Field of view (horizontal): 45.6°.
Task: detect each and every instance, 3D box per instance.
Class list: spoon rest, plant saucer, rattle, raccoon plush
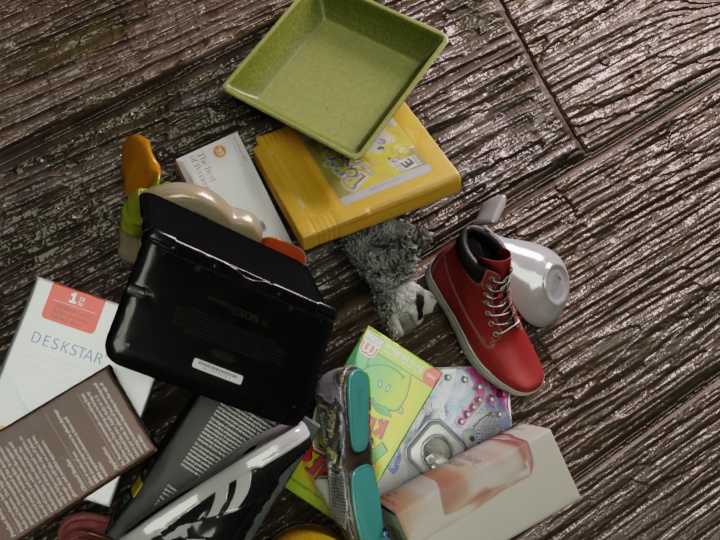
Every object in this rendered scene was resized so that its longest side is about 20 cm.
[{"bbox_3d":[0.194,-0.012,1.038,0.200,0.060,0.100,47,60,-34],"label":"spoon rest"},{"bbox_3d":[-0.026,-0.232,1.016,0.198,0.048,0.201,30,71,19],"label":"plant saucer"},{"bbox_3d":[-0.166,-0.062,0.953,0.197,0.143,0.132,3,119,-18],"label":"rattle"},{"bbox_3d":[0.000,0.000,1.021,0.198,0.097,0.136,17,91,17],"label":"raccoon plush"}]

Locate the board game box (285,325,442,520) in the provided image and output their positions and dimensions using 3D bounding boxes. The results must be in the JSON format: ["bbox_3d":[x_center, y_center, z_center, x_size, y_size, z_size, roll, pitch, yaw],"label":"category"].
[{"bbox_3d":[0.000,0.176,0.971,0.101,0.048,0.201,31,85,7],"label":"board game box"}]

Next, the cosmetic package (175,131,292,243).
[{"bbox_3d":[-0.135,-0.051,0.998,0.082,0.051,0.202,-27,88,-15],"label":"cosmetic package"}]

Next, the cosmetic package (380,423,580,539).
[{"bbox_3d":[0.128,0.256,0.959,0.198,0.103,0.088,-24,88,-16],"label":"cosmetic package"}]

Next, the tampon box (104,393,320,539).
[{"bbox_3d":[-0.155,0.212,0.904,0.126,0.150,0.201,35,76,-7],"label":"tampon box"}]

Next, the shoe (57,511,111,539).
[{"bbox_3d":[-0.235,0.326,0.914,0.072,0.091,0.200,-49,124,-2],"label":"shoe"}]

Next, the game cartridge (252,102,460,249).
[{"bbox_3d":[-0.010,-0.124,0.999,0.198,0.033,0.177,-20,53,-16],"label":"game cartridge"}]

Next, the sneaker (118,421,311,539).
[{"bbox_3d":[-0.113,0.236,0.802,0.199,0.073,0.113,-32,95,-7],"label":"sneaker"}]

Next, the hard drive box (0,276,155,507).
[{"bbox_3d":[-0.306,0.129,0.921,0.154,0.077,0.202,19,78,-10],"label":"hard drive box"}]

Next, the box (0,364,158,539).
[{"bbox_3d":[-0.307,0.188,0.837,0.199,0.075,0.101,-31,91,-16],"label":"box"}]

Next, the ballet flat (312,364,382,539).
[{"bbox_3d":[-0.019,0.205,0.919,0.071,0.072,0.203,-4,82,-13],"label":"ballet flat"}]

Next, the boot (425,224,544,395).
[{"bbox_3d":[0.161,0.048,0.986,0.072,0.144,0.201,-32,83,-23],"label":"boot"}]

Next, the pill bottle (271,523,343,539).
[{"bbox_3d":[-0.051,0.325,0.882,0.109,0.200,0.113,1,85,-9],"label":"pill bottle"}]

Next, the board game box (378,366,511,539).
[{"bbox_3d":[0.092,0.217,1.022,0.197,0.026,0.203,0,82,-12],"label":"board game box"}]

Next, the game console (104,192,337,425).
[{"bbox_3d":[-0.135,0.034,0.819,0.198,0.116,0.178,24,73,-26],"label":"game console"}]
